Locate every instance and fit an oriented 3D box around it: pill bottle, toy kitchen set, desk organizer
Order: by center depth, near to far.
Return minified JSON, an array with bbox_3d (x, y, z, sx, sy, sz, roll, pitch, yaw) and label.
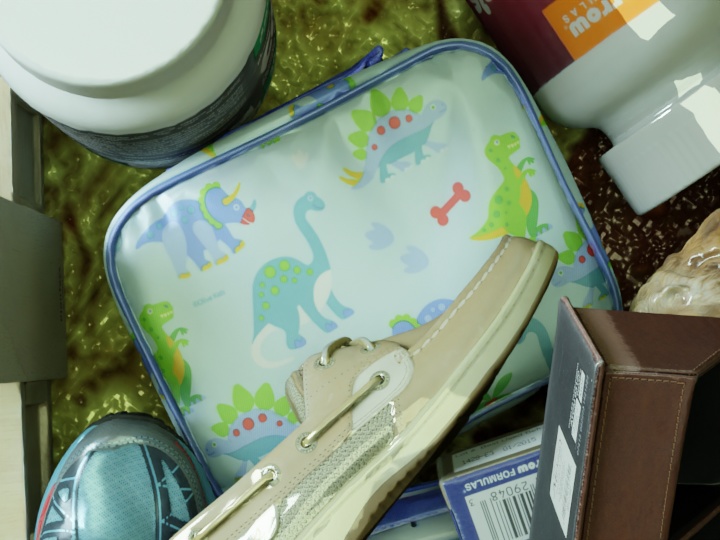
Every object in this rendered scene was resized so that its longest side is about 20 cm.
[{"bbox_3d":[0.101,0.118,0.637,0.076,0.072,0.202,4,106,-5],"label":"desk organizer"},{"bbox_3d":[-0.091,-0.105,0.715,0.112,0.200,0.114,0,88,-1],"label":"pill bottle"},{"bbox_3d":[-0.221,0.023,0.727,0.179,0.163,0.202,-2,87,-1],"label":"toy kitchen set"},{"bbox_3d":[0.099,-0.131,0.764,0.109,0.110,0.201,-34,88,-2],"label":"pill bottle"}]

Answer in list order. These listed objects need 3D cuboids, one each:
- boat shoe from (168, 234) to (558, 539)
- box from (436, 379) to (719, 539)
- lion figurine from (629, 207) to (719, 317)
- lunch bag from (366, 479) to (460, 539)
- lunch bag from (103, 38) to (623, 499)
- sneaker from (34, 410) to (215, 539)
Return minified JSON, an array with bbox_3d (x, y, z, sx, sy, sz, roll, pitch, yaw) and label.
[{"bbox_3d":[0.000,0.056,0.688,0.065,0.072,0.200,39,80,8],"label":"boat shoe"},{"bbox_3d":[0.117,0.146,0.697,0.120,0.032,0.201,-19,105,4],"label":"box"},{"bbox_3d":[0.184,-0.035,0.698,0.122,0.072,0.201,17,102,5],"label":"lion figurine"},{"bbox_3d":[0.051,0.157,0.751,0.199,0.076,0.161,-14,106,-3],"label":"lunch bag"},{"bbox_3d":[0.000,0.000,0.770,0.199,0.082,0.162,-27,91,-1],"label":"lunch bag"},{"bbox_3d":[-0.096,0.157,0.696,0.079,0.096,0.202,8,91,-6],"label":"sneaker"}]
